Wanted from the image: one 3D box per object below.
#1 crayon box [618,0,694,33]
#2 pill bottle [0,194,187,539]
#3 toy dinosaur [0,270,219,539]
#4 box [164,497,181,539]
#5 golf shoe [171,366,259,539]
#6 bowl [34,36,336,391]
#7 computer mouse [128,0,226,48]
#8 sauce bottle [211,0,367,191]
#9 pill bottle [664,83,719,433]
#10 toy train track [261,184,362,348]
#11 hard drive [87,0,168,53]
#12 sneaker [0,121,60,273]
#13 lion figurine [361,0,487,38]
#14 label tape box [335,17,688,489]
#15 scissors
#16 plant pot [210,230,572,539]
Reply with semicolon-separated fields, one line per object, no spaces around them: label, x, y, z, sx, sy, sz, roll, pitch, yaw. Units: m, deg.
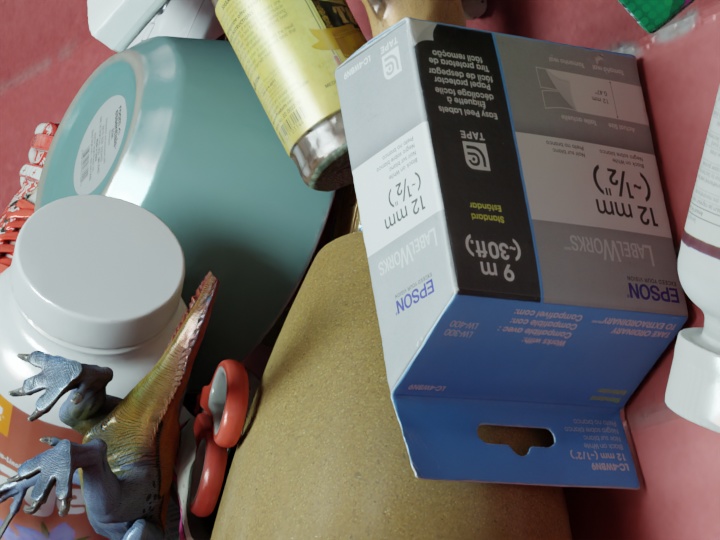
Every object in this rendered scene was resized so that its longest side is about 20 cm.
crayon box;0.136;-0.195;1.151;0.119;0.058;0.200;-39;24;16
pill bottle;-0.146;0.061;1.377;0.201;0.112;0.112;106;146;-45
toy dinosaur;-0.107;0.116;1.294;0.199;0.182;0.105;-26;57;12
box;-0.120;0.115;1.512;0.049;0.082;0.200;90;154;-44
golf shoe;-0.063;0.107;1.413;0.201;0.072;0.092;-97;17;-52
bowl;-0.105;-0.045;1.455;0.201;0.105;0.202;-42;35;40
computer mouse;-0.108;-0.144;1.570;0.109;0.044;0.201;20;101;51
sauce bottle;-0.044;-0.140;1.381;0.065;0.065;0.201;-40;72;42
pill bottle;0.192;-0.031;1.107;0.109;0.109;0.201;24;104;51
toy train track;0.000;0.000;1.419;0.114;0.032;0.201;21;102;53
hard drive;-0.081;-0.226;1.489;0.200;0.026;0.132;-47;27;21
sneaker;-0.192;-0.023;1.562;0.067;0.201;0.108;22;113;7
lion figurine;0.028;-0.110;1.322;0.072;0.122;0.201;-39;57;43
label tape box;0.075;-0.006;1.229;0.066;0.143;0.201;-34;59;45
scissors;-0.074;0.063;1.349;0.200;0.014;0.074;-109;33;-74
plant pot;0.016;0.088;1.286;0.186;0.186;0.201;-27;52;48
